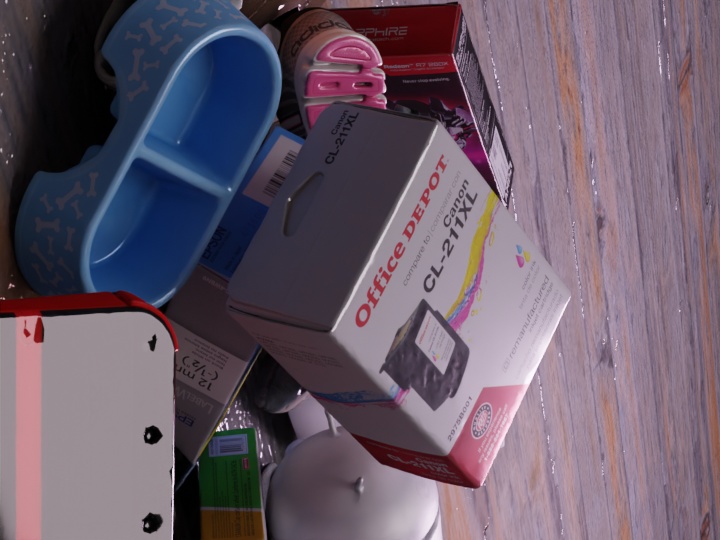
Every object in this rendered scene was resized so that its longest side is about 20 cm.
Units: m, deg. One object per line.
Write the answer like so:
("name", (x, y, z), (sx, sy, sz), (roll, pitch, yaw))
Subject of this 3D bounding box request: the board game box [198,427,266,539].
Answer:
("board game box", (-0.077, 0.227, 1.424), (0.153, 0.040, 0.201), (-102, -173, -67))

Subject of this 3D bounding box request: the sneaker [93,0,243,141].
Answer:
("sneaker", (-0.122, -0.110, 1.285), (0.088, 0.074, 0.201), (-28, 134, -38))

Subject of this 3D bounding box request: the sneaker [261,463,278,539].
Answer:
("sneaker", (-0.023, 0.183, 1.592), (0.200, 0.075, 0.114), (-46, 130, -68))

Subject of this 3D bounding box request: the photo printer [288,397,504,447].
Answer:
("photo printer", (0.026, 0.084, 1.543), (0.200, 0.166, 0.070), (80, 8, -70))

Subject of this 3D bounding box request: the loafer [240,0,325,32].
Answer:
("loafer", (-0.054, -0.195, 1.443), (0.200, 0.073, 0.071), (-27, 125, -55))

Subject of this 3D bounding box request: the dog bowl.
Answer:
("dog bowl", (-0.114, -0.063, 1.222), (0.111, 0.049, 0.201), (27, 91, -52))

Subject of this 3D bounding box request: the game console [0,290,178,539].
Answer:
("game console", (-0.175, 0.114, 1.139), (0.176, 0.031, 0.201), (-4, 99, -34))

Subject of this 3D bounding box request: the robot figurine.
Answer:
("robot figurine", (-0.001, 0.183, 1.432), (0.113, 0.170, 0.201), (-25, 133, -20))

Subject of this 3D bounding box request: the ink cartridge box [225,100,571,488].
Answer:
("ink cartridge box", (0.027, 0.017, 1.287), (0.200, 0.083, 0.146), (48, 63, -48))

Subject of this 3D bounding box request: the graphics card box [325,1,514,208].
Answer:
("graphics card box", (0.033, -0.113, 1.597), (0.200, 0.125, 0.051), (66, 28, -54))

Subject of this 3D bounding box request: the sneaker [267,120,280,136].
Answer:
("sneaker", (-0.041, 0.002, 1.531), (0.116, 0.078, 0.200), (-58, 136, -34))

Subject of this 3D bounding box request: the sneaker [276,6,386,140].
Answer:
("sneaker", (-0.020, -0.089, 1.422), (0.088, 0.073, 0.200), (-119, -162, -46))

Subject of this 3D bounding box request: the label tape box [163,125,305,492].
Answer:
("label tape box", (-0.086, 0.027, 1.376), (0.200, 0.066, 0.143), (-58, -178, 43))

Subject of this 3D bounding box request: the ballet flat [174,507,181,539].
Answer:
("ballet flat", (-0.126, 0.138, 1.333), (0.066, 0.057, 0.201), (-49, 140, -54))

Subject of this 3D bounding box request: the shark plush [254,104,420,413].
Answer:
("shark plush", (0.000, 0.000, 1.345), (0.200, 0.091, 0.083), (-57, 152, 11))
